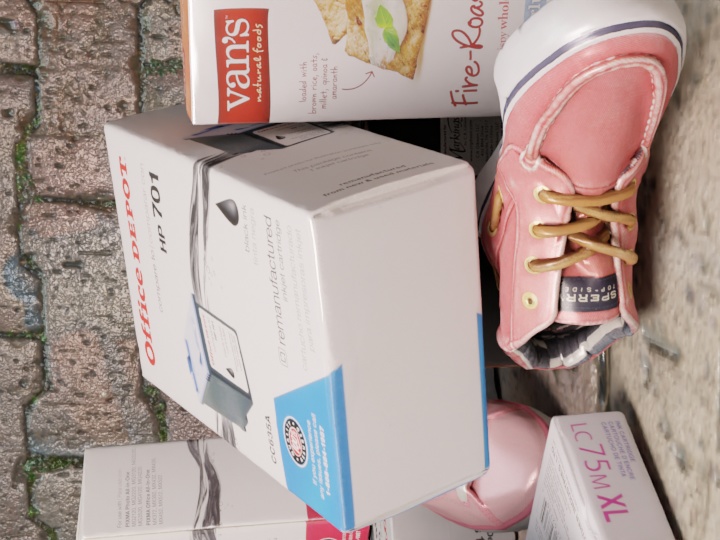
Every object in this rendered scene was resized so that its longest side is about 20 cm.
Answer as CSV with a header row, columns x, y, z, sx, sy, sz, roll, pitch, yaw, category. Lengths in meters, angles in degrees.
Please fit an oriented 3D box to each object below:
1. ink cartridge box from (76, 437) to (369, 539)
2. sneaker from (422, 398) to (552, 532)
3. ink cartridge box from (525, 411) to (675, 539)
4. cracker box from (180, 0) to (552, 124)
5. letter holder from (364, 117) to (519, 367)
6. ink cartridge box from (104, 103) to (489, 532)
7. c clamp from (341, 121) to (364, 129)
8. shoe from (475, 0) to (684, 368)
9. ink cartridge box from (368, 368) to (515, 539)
x,y,z,sx,sy,sz,roll,pitch,yaw,category
-0.099,0.193,0.916,0.145,0.200,0.083,95,170,-47,ink cartridge box
0.022,0.099,0.721,0.200,0.105,0.075,7,82,55,sneaker
0.106,0.177,0.588,0.119,0.042,0.200,-102,15,-48,ink cartridge box
0.019,-0.139,0.565,0.058,0.200,0.134,-113,21,-64,cracker box
0.050,-0.043,0.764,0.142,0.100,0.200,156,112,-85,letter holder
-0.034,0.008,0.587,0.200,0.086,0.147,24,125,51,ink cartridge box
-0.012,-0.026,0.732,0.200,0.027,0.171,106,161,-72,c clamp
0.091,-0.027,0.511,0.200,0.071,0.091,101,161,-68,shoe
0.044,0.158,0.906,0.200,0.083,0.147,106,161,-65,ink cartridge box
